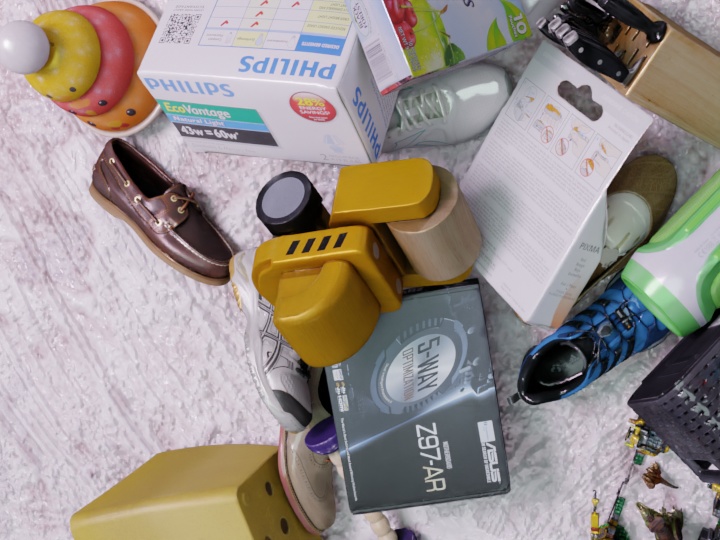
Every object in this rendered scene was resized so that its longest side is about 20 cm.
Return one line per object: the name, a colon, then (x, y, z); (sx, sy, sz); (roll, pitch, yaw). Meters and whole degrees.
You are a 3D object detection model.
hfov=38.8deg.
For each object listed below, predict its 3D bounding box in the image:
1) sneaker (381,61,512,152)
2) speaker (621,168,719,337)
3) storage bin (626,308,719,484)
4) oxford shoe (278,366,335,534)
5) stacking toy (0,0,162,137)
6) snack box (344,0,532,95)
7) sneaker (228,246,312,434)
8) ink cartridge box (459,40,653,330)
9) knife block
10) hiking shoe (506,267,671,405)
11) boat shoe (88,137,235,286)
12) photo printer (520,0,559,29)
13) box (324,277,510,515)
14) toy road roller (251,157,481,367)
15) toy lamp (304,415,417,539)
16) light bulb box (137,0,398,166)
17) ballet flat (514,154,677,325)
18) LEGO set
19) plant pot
sneaker: (0.047, -0.144, 0.963); (0.197, 0.080, 0.072); (-14, 94, 23)
speaker: (0.311, -0.042, 0.844); (0.088, 0.088, 0.200); (45, 95, 7)
storage bin: (0.325, 0.068, 0.825); (0.094, 0.135, 0.200); (44, 84, 7)
oxford shoe: (-0.046, 0.180, 1.079); (0.073, 0.070, 0.204); (-8, 99, 18)
stacking toy: (-0.292, -0.211, 1.020); (0.144, 0.199, 0.149); (2, 95, 23)
snack box: (0.043, -0.260, 0.828); (0.053, 0.141, 0.203); (-16, 97, 56)
sneaker: (-0.071, 0.059, 1.029); (0.086, 0.076, 0.203); (-20, 69, 7)
ink cartridge box: (0.166, -0.077, 0.905); (0.202, 0.050, 0.163); (-59, 41, 19)
knife block: (0.241, -0.164, 0.823); (0.199, 0.175, 0.064); (39, 114, 10)
hiking shoe: (0.224, 0.062, 0.928); (0.075, 0.087, 0.200); (48, 114, 6)
boat shoe: (-0.209, -0.064, 1.092); (0.199, 0.070, 0.071); (36, 117, 12)
photo printer: (0.153, -0.340, 0.879); (0.166, 0.069, 0.201); (43, 115, 10)
box: (0.051, 0.120, 0.975); (0.157, 0.044, 0.204); (-8, 97, 7)
toy road roller: (0.000, 0.000, 0.891); (0.197, 0.123, 0.148); (-7, 56, 22)
toy lamp: (0.009, 0.245, 1.059); (0.057, 0.058, 0.202); (-20, 107, 25)
light bulb box: (-0.062, -0.213, 0.916); (0.195, 0.125, 0.203); (8, 65, 21)
ballet flat: (0.208, -0.019, 0.925); (0.068, 0.072, 0.200); (46, 114, 3)
LEGO set: (0.281, 0.231, 0.924); (0.152, 0.116, 0.203); (28, 110, 14)
plant pot: (-0.151, 0.293, 1.083); (0.174, 0.200, 0.203); (-21, 93, 20)
